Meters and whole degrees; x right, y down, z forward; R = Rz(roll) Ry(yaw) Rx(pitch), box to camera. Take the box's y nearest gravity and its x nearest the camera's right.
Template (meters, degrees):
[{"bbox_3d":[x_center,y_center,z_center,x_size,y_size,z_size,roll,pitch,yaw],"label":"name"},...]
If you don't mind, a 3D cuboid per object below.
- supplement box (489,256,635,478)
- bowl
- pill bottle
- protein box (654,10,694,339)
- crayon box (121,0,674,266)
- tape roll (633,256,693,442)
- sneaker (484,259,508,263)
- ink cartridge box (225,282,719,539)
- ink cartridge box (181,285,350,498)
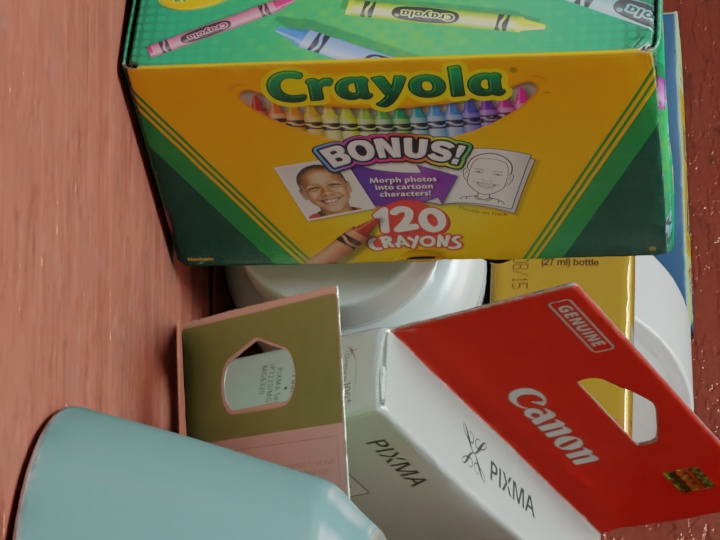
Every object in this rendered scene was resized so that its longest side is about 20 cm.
[{"bbox_3d":[0.093,-0.001,1.249,0.069,0.066,0.201,64,28,-73],"label":"supplement box"},{"bbox_3d":[-0.042,0.142,0.896,0.201,0.104,0.202,-3,90,-83],"label":"bowl"},{"bbox_3d":[0.000,0.000,1.231,0.200,0.114,0.115,65,23,-72],"label":"pill bottle"},{"bbox_3d":[0.109,-0.052,1.761,0.135,0.199,0.200,36,51,-81],"label":"protein box"},{"bbox_3d":[0.019,-0.062,1.060,0.119,0.199,0.059,78,14,-50],"label":"crayon box"},{"bbox_3d":[0.101,0.061,1.661,0.071,0.201,0.203,-83,168,-48],"label":"tape roll"},{"bbox_3d":[0.047,-0.104,1.157,0.070,0.090,0.201,-21,-125,56],"label":"sneaker"},{"bbox_3d":[0.055,0.086,1.158,0.200,0.173,0.044,44,43,-45],"label":"ink cartridge box"},{"bbox_3d":[-0.019,0.114,1.041,0.145,0.048,0.201,-14,-106,62],"label":"ink cartridge box"}]
